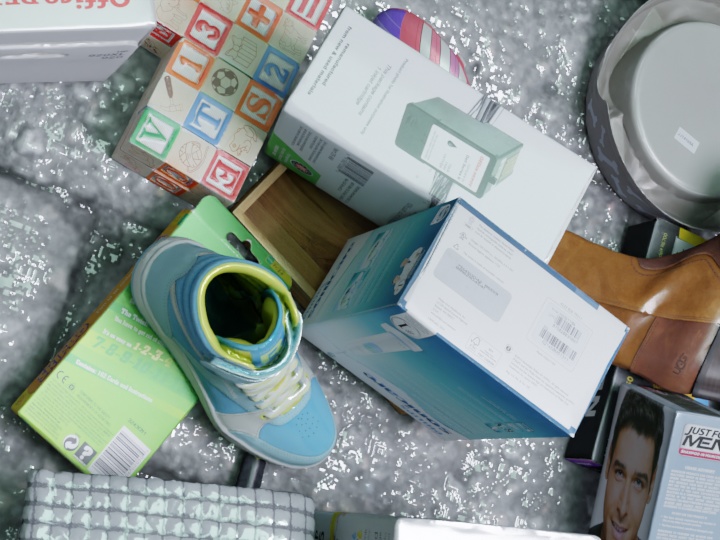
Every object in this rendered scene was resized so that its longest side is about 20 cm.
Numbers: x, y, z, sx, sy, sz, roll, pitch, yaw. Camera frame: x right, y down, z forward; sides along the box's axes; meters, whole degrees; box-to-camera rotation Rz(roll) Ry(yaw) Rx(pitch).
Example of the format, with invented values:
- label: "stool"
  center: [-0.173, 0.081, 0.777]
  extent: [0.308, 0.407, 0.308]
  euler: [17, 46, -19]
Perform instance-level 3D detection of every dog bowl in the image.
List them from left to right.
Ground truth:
- label: "dog bowl"
  center: [0.272, -0.127, 1.250]
  extent: [0.198, 0.059, 0.203]
  euler: [3, 82, -21]

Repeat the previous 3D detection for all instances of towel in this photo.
- label: "towel"
  center: [-0.131, 0.224, 0.999]
  extent: [0.197, 0.086, 0.168]
  euler: [5, 73, -7]

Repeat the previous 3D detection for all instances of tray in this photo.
- label: "tray"
  center: [0.000, 0.000, 1.137]
  extent: [0.200, 0.037, 0.099]
  euler: [47, 70, -9]

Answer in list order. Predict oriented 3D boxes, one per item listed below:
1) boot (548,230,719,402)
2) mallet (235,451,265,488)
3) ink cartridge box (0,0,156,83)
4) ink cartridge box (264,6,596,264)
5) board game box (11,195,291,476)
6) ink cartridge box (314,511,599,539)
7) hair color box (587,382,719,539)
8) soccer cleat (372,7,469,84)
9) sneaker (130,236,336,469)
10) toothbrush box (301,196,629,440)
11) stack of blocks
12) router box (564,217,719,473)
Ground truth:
- label: "boot"
  center: [0.213, -0.008, 1.174]
  extent: [0.198, 0.068, 0.190]
  euler: [15, 85, 15]
- label: "mallet"
  center: [-0.086, 0.213, 1.077]
  extent: [0.065, 0.041, 0.202]
  euler: [27, 70, -15]
- label: "ink cartridge box"
  center: [-0.231, -0.235, 1.014]
  extent: [0.146, 0.144, 0.203]
  euler: [-5, 85, -22]
- label: "ink cartridge box"
  center: [0.043, -0.075, 1.047]
  extent: [0.199, 0.146, 0.085]
  euler: [32, 79, -4]
- label: "board game box"
  center: [-0.140, 0.050, 1.063]
  extent: [0.096, 0.030, 0.200]
  euler: [46, 76, -23]
- label: "ink cartridge box"
  center: [0.048, 0.242, 1.028]
  extent: [0.144, 0.200, 0.149]
  euler: [8, 80, -19]
- label: "hair color box"
  center: [0.214, 0.193, 1.122]
  extent: [0.060, 0.099, 0.203]
  euler: [11, 94, -16]
- label: "soccer cleat"
  center: [0.054, -0.100, 1.148]
  extent: [0.076, 0.066, 0.202]
  euler: [-30, 96, -44]
- label: "sneaker"
  center: [-0.064, 0.067, 1.018]
  extent: [0.080, 0.130, 0.200]
  euler: [-47, 115, -17]
- label: "toothbrush box"
  center: [0.061, 0.040, 1.030]
  extent: [0.146, 0.200, 0.086]
  euler: [36, 71, -13]
- label: "stack of blocks"
  center: [-0.105, -0.158, 1.102]
  extent: [0.114, 0.058, 0.202]
  euler: [29, 74, -16]
- label: "router box"
  center: [0.259, 0.080, 1.221]
  extent: [0.148, 0.051, 0.202]
  euler: [21, 77, -17]
